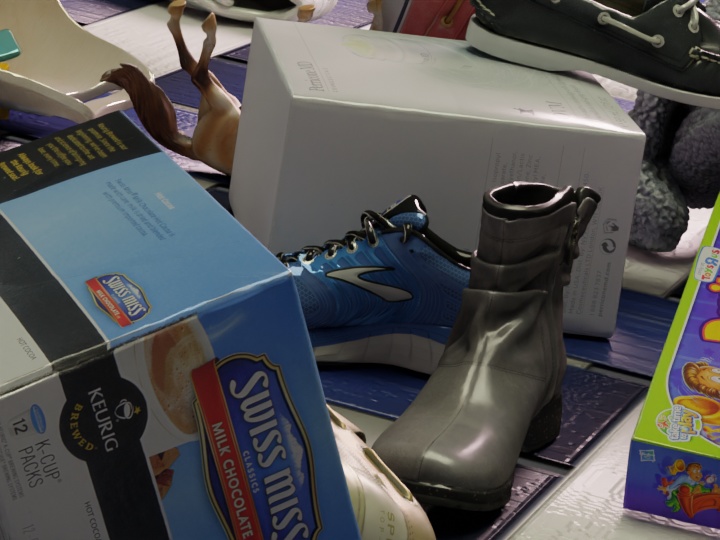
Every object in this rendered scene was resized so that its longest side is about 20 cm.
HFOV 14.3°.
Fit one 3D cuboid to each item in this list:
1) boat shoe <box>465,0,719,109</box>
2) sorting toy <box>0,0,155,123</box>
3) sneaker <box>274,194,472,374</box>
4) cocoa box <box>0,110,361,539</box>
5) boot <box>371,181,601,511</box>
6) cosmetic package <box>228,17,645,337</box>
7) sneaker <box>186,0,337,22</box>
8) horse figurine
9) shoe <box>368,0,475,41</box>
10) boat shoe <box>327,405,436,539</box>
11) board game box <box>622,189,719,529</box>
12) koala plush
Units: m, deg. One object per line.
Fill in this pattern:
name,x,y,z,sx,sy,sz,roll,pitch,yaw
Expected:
boat shoe,0.161,-0.139,1.646,0.200,0.060,0.076,10,23,-1
sorting toy,-0.229,-0.138,1.819,0.180,0.107,0.200,21,18,14
sneaker,0.000,0.000,1.467,0.200,0.089,0.079,6,15,-9
cocoa box,-0.104,0.043,1.110,0.131,0.134,0.200,-22,28,-16
boot,0.057,0.028,1.327,0.070,0.132,0.200,13,17,11
cosmetic package,0.037,-0.057,1.627,0.200,0.123,0.199,4,17,-10
sneaker,-0.120,-0.236,2.244,0.200,0.071,0.080,13,19,12
horse figurine,-0.055,-0.100,1.763,0.200,0.133,0.050,-1,24,15
shoe,0.049,-0.122,1.781,0.091,0.200,0.071,29,45,9
boat shoe,-0.032,0.084,1.213,0.065,0.072,0.200,16,9,-29
board game box,0.213,0.048,1.365,0.134,0.045,0.200,12,40,12
koala plush,0.275,-0.066,1.731,0.177,0.184,0.200,-6,34,-40
